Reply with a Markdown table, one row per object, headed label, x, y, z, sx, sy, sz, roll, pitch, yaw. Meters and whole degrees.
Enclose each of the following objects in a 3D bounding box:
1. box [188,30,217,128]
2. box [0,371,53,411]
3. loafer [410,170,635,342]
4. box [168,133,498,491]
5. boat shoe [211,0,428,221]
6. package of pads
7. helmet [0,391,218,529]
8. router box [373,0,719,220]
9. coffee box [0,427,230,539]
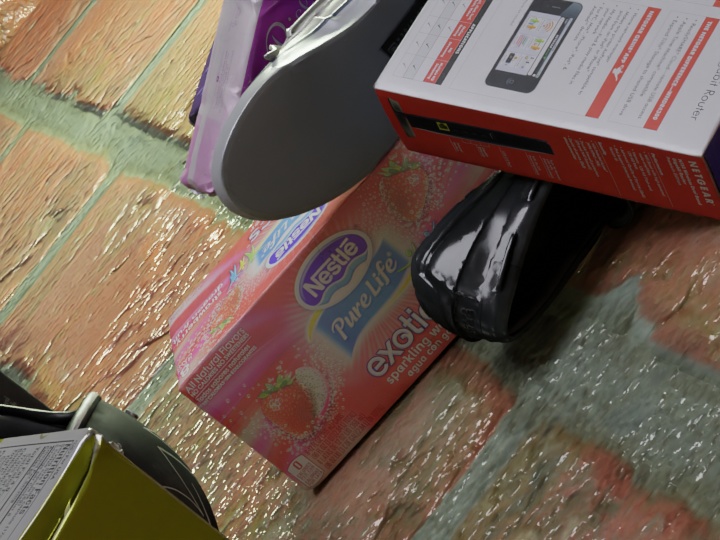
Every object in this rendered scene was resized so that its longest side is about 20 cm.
| label | x | y | z | sx | sy | sz | roll | pitch | yaw |
| --- | --- | --- | --- | --- | --- | --- | --- | --- | --- |
| box | -0.002 | -0.159 | 1.622 | 0.200 | 0.104 | 0.148 | -43 | 18 | 25 |
| box | -0.333 | 0.100 | 1.762 | 0.122 | 0.200 | 0.106 | -29 | 27 | 50 |
| loafer | 0.107 | -0.045 | 1.190 | 0.070 | 0.068 | 0.201 | 26 | 70 | 42 |
| box | 0.000 | 0.000 | 1.298 | 0.200 | 0.095 | 0.103 | -47 | 19 | 11 |
| boat shoe | -0.010 | -0.107 | 1.257 | 0.202 | 0.075 | 0.086 | -52 | 19 | -12 |
| package of pads | -0.024 | -0.130 | 1.467 | 0.076 | 0.120 | 0.201 | -153 | 75 | -67 |
| helmet | -0.158 | 0.158 | 1.209 | 0.190 | 0.201 | 0.200 | -1 | 37 | 14 |
| router box | 0.130 | -0.129 | 1.163 | 0.179 | 0.049 | 0.200 | 16 | 62 | 36 |
| coffee box | -0.119 | 0.204 | 1.000 | 0.200 | 0.200 | 0.198 | -57 | 19 | -21 |
